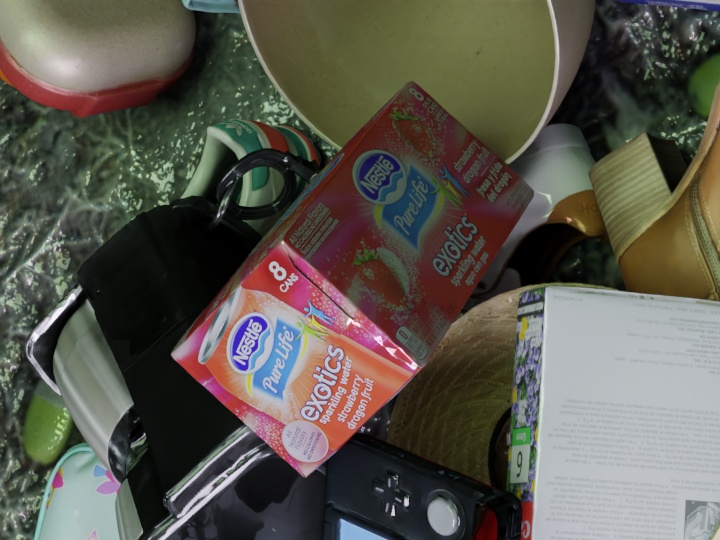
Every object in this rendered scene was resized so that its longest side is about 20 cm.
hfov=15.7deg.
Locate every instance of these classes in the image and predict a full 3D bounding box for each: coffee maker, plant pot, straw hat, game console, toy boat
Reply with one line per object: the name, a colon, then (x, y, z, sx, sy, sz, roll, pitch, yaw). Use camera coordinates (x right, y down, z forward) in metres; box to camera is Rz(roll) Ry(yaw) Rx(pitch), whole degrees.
coffee maker: (-0.075, 0.060, 1.394, 0.192, 0.134, 0.200, -63, 36, 25)
plant pot: (0.050, -0.167, 1.418, 0.200, 0.134, 0.201, 19, 130, 25)
straw hat: (0.113, 0.110, 1.379, 0.200, 0.085, 0.202, -1, 82, 6)
game console: (0.011, 0.204, 1.256, 0.172, 0.119, 0.201, 20, 114, 38)
toy boat: (-0.196, -0.165, 1.613, 0.200, 0.130, 0.131, 59, 142, 23)

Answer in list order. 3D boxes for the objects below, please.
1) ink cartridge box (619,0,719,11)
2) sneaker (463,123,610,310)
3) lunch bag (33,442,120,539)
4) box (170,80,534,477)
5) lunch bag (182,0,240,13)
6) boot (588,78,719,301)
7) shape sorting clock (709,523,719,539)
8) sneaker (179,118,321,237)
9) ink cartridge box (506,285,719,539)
ink cartridge box: (0.235, -0.234, 1.383, 0.196, 0.043, 0.201, 11, 87, 34)
sneaker: (0.050, 0.001, 1.447, 0.200, 0.073, 0.085, -32, 65, 23)
lunch bag: (-0.104, 0.195, 1.516, 0.200, 0.077, 0.161, 18, 93, 32)
box: (0.000, 0.000, 1.322, 0.095, 0.200, 0.100, 43, 124, -4)
lunch bag: (-0.046, -0.270, 1.518, 0.200, 0.122, 0.171, -44, 62, 26)
boot: (0.223, -0.027, 1.346, 0.200, 0.074, 0.155, -36, 70, 35)
shape sorting clock: (0.257, 0.181, 1.265, 0.199, 0.039, 0.201, 1, 85, -7)
sneaker: (-0.095, 0.002, 1.527, 0.070, 0.093, 0.200, 26, 97, 32)
ink cartridge box: (0.129, 0.112, 1.293, 0.050, 0.109, 0.201, 161, 114, -74)
